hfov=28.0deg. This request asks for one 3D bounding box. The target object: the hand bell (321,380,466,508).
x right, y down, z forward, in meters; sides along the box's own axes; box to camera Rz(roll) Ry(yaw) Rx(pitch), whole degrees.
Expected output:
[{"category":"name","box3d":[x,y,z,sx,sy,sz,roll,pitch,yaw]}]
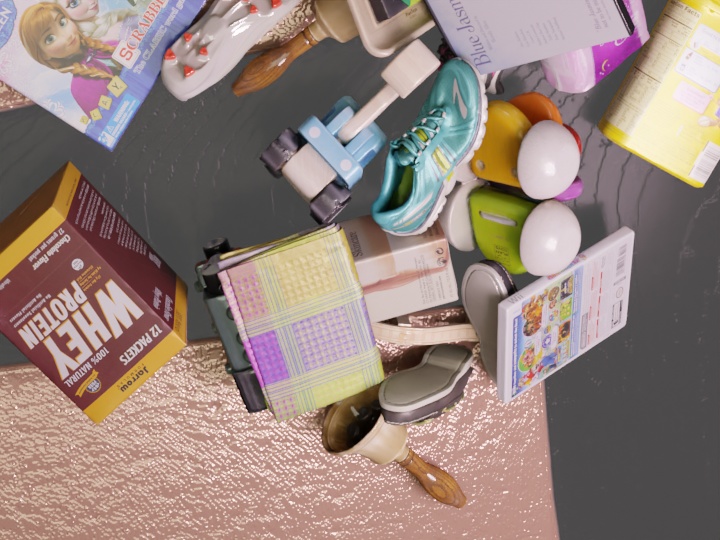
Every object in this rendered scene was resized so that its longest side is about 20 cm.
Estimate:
[{"category":"hand bell","box3d":[0.058,0.223,1.717,0.104,0.104,0.200,-45,119,8]}]

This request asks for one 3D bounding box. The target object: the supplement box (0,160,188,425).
[{"category":"supplement box","box3d":[-0.299,0.020,1.551,0.133,0.197,0.200,-40,107,7]}]

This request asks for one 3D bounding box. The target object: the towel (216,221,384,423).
[{"category":"towel","box3d":[-0.061,0.054,1.561,0.142,0.023,0.202,-20,111,-4]}]

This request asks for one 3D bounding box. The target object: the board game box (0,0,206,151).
[{"category":"board game box","box3d":[-0.298,-0.266,1.548,0.198,0.041,0.201,31,101,-14]}]

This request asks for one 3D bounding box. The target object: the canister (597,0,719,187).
[{"category":"canister","box3d":[0.373,-0.212,1.617,0.147,0.087,0.202,26,103,-13]}]

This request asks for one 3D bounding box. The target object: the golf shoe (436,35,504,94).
[{"category":"golf shoe","box3d":[0.165,-0.289,1.581,0.091,0.073,0.201,24,109,-20]}]

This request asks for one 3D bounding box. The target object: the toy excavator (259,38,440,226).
[{"category":"toy excavator","box3d":[-0.005,-0.155,1.543,0.100,0.194,0.200,44,88,0]}]

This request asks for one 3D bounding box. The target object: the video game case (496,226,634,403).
[{"category":"video game case","box3d":[0.232,0.050,1.640,0.199,0.018,0.144,-30,136,-27]}]

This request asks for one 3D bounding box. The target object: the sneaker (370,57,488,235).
[{"category":"sneaker","box3d":[0.072,-0.129,1.534,0.079,0.077,0.202,9,107,-51]}]

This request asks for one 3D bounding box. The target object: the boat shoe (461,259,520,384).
[{"category":"boat shoe","box3d":[0.168,0.056,1.648,0.060,0.073,0.201,-42,133,-25]}]

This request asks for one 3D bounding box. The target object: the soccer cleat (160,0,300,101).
[{"category":"soccer cleat","box3d":[-0.138,-0.262,1.560,0.200,0.078,0.069,-43,80,-12]}]

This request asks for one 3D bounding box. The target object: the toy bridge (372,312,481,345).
[{"category":"toy bridge","box3d":[0.046,0.064,1.672,0.197,0.067,0.028,5,106,-8]}]

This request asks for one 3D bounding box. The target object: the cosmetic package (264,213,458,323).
[{"category":"cosmetic package","box3d":[0.000,0.000,1.622,0.197,0.104,0.088,-16,122,-3]}]

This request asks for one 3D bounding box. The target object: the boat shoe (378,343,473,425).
[{"category":"boat shoe","box3d":[0.076,0.142,1.637,0.071,0.201,0.061,14,110,23]}]

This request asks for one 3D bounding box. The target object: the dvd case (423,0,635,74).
[{"category":"dvd case","box3d":[0.163,-0.276,1.473,0.198,0.018,0.143,-10,129,34]}]

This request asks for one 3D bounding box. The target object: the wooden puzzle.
[{"category":"wooden puzzle","box3d":[0.026,-0.340,1.494,0.037,0.185,0.202,-16,106,38]}]

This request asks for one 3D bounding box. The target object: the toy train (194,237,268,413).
[{"category":"toy train","box3d":[-0.129,0.063,1.627,0.084,0.114,0.202,-19,108,-1]}]

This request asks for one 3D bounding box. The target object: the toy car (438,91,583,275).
[{"category":"toy car","box3d":[0.183,-0.100,1.605,0.149,0.174,0.203,-25,120,-39]}]

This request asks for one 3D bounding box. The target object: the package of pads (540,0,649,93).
[{"category":"package of pads","box3d":[0.232,-0.300,1.530,0.120,0.075,0.201,-39,133,-19]}]

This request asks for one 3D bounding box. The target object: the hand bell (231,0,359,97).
[{"category":"hand bell","box3d":[-0.060,-0.251,1.567,0.199,0.104,0.105,-33,108,16]}]
